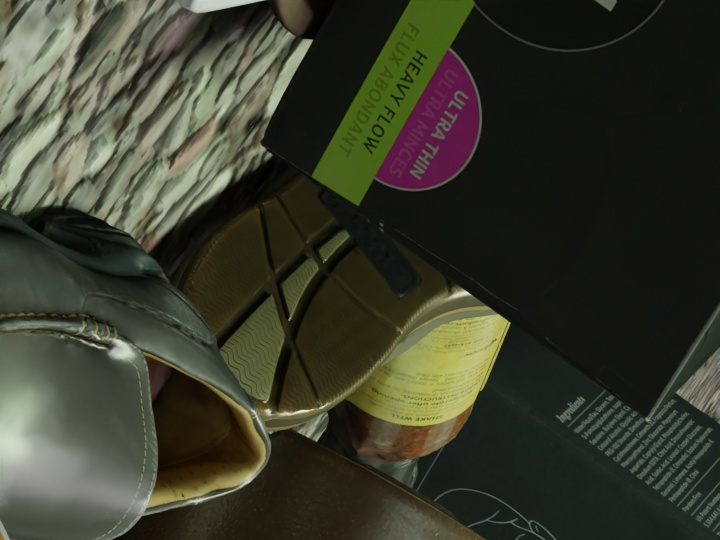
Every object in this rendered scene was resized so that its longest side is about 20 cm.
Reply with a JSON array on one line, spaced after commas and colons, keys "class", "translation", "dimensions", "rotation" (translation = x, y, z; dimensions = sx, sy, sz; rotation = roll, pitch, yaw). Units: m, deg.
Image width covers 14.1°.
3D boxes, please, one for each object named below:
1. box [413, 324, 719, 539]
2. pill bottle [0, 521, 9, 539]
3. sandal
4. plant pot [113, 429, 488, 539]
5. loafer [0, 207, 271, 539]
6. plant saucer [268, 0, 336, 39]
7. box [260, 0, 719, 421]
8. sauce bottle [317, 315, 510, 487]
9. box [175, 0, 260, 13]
[{"class": "box", "translation": [0.105, 0.135, 1.361], "dimensions": [0.149, 0.200, 0.107], "rotation": [-60, 168, 27]}, {"class": "pill bottle", "translation": [-0.127, 0.063, 0.453], "dimensions": [0.112, 0.112, 0.200], "rotation": [-54, 168, -1]}, {"class": "sandal", "translation": [0.000, 0.000, 0.893], "dimensions": [0.054, 0.081, 0.200], "rotation": [-40, 175, 41]}, {"class": "plant pot", "translation": [-0.037, 0.164, 0.934], "dimensions": [0.199, 0.200, 0.200], "rotation": [-59, 170, -12]}, {"class": "loafer", "translation": [-0.075, 0.030, 0.665], "dimensions": [0.073, 0.072, 0.200], "rotation": [-57, 168, 16]}, {"class": "plant saucer", "translation": [0.031, -0.147, 0.705], "dimensions": [0.200, 0.029, 0.200], "rotation": [-52, 168, -16]}, {"class": "box", "translation": [0.091, -0.078, 0.767], "dimensions": [0.149, 0.124, 0.200], "rotation": [-61, 169, 26]}, {"class": "sauce bottle", "translation": [0.017, 0.027, 1.045], "dimensions": [0.066, 0.066, 0.200], "rotation": [-47, 166, -34]}, {"class": "box", "translation": [0.031, -0.152, 0.482], "dimensions": [0.200, 0.097, 0.177], "rotation": [-19, 145, -56]}]
